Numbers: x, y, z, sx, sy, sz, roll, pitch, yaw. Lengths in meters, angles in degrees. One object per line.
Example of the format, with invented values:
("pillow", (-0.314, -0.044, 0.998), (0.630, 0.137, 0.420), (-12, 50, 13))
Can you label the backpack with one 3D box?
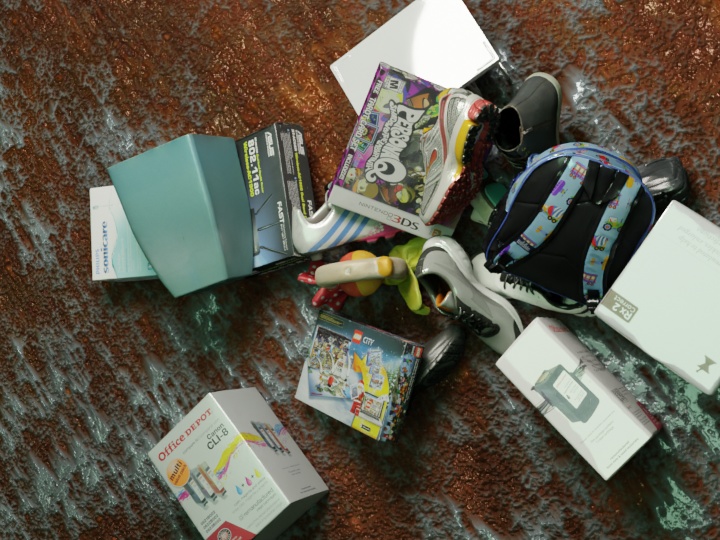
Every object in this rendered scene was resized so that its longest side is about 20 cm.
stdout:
("backpack", (0.263, -0.074, 1.286), (0.181, 0.135, 0.201), (21, 131, 1))

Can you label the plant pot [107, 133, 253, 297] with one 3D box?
("plant pot", (-0.237, -0.072, 1.484), (0.140, 0.141, 0.202), (-18, 89, 19))

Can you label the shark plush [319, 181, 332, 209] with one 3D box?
("shark plush", (-0.024, -0.105, 1.546), (0.200, 0.090, 0.084), (-54, 45, 25))

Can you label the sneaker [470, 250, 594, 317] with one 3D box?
("sneaker", (0.232, 0.011, 1.413), (0.198, 0.080, 0.074), (13, 94, 23))

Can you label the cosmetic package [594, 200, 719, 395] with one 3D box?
("cosmetic package", (0.409, 0.035, 1.276), (0.164, 0.200, 0.166), (36, 100, 19))

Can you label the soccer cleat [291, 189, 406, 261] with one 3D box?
("soccer cleat", (-0.003, -0.079, 1.467), (0.199, 0.070, 0.087), (-18, 103, -16))

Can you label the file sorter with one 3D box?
("file sorter", (0.090, -0.274, 1.460), (0.199, 0.124, 0.139), (-35, 75, 16))

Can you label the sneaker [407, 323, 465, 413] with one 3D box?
("sneaker", (0.062, 0.138, 1.477), (0.200, 0.076, 0.091), (-44, 65, 10))

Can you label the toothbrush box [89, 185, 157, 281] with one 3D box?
("toothbrush box", (-0.315, -0.061, 1.626), (0.198, 0.085, 0.148), (-5, 85, 20))

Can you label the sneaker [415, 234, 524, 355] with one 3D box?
("sneaker", (0.143, 0.049, 1.415), (0.200, 0.079, 0.074), (47, 138, -11))

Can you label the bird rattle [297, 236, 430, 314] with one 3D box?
("bird rattle", (0.000, 0.000, 1.463), (0.198, 0.163, 0.114), (2, 84, 17))

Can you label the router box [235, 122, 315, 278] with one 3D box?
("router box", (-0.140, -0.100, 1.546), (0.149, 0.062, 0.202), (-17, 79, 41))

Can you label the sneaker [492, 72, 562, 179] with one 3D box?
("sneaker", (0.212, -0.148, 1.374), (0.074, 0.106, 0.201), (16, 130, 34))

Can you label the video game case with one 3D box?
("video game case", (0.072, -0.151, 1.397), (0.180, 0.036, 0.201), (20, 113, -10))

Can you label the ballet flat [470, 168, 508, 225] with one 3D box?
("ballet flat", (0.165, -0.106, 1.464), (0.200, 0.067, 0.062), (52, 130, 20))

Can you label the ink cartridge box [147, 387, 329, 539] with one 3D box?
("ink cartridge box", (-0.177, 0.292, 1.520), (0.145, 0.144, 0.200), (-44, 72, 14))

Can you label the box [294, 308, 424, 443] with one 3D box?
("box", (-0.005, 0.144, 1.469), (0.199, 0.038, 0.138), (18, 92, 50))

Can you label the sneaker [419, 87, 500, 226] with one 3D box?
("sneaker", (0.115, -0.145, 1.348), (0.082, 0.078, 0.201), (41, 132, 30))

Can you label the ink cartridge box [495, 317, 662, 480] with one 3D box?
("ink cartridge box", (0.282, 0.160, 1.347), (0.084, 0.145, 0.200), (-47, 72, 13))

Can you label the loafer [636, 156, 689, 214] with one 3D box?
("loafer", (0.335, -0.096, 1.391), (0.199, 0.068, 0.071), (-18, 49, 25))
